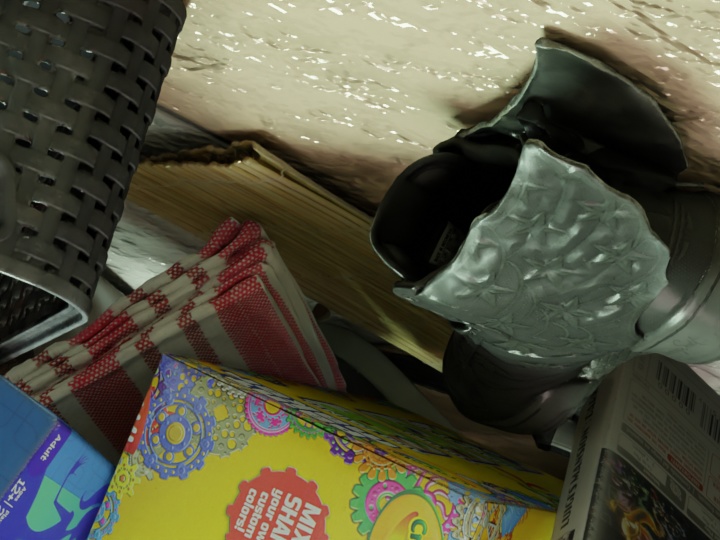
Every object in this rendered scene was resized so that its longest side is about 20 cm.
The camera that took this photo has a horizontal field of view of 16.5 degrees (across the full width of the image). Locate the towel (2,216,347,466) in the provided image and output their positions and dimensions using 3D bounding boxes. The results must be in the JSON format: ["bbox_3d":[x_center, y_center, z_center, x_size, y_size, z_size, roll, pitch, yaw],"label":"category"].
[{"bbox_3d":[-0.102,0.067,0.864,0.030,0.199,0.147,59,177,27],"label":"towel"}]

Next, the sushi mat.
[{"bbox_3d":[0.000,0.000,0.862,0.095,0.012,0.200,3,160,47],"label":"sushi mat"}]

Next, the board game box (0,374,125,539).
[{"bbox_3d":[-0.120,0.130,0.809,0.045,0.152,0.200,32,171,25],"label":"board game box"}]

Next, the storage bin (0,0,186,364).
[{"bbox_3d":[-0.147,-0.041,0.720,0.135,0.094,0.200,21,164,-17],"label":"storage bin"}]

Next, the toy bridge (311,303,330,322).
[{"bbox_3d":[-0.095,0.070,0.934,0.027,0.199,0.067,56,178,25],"label":"toy bridge"}]

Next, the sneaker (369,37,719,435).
[{"bbox_3d":[0.045,-0.005,0.714,0.104,0.060,0.200,21,160,-20],"label":"sneaker"}]

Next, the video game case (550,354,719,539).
[{"bbox_3d":[0.139,0.131,0.795,0.200,0.182,0.023,43,121,-13],"label":"video game case"}]

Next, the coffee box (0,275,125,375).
[{"bbox_3d":[-0.162,0.036,0.976,0.079,0.114,0.200,13,164,21],"label":"coffee box"}]

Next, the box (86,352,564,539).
[{"bbox_3d":[-0.013,0.150,0.824,0.121,0.201,0.192,23,-179,24],"label":"box"}]

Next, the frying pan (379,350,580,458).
[{"bbox_3d":[0.104,0.065,0.966,0.189,0.031,0.115,18,165,-16],"label":"frying pan"}]

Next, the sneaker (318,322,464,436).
[{"bbox_3d":[0.020,0.125,0.981,0.200,0.106,0.075,42,155,-4],"label":"sneaker"}]
